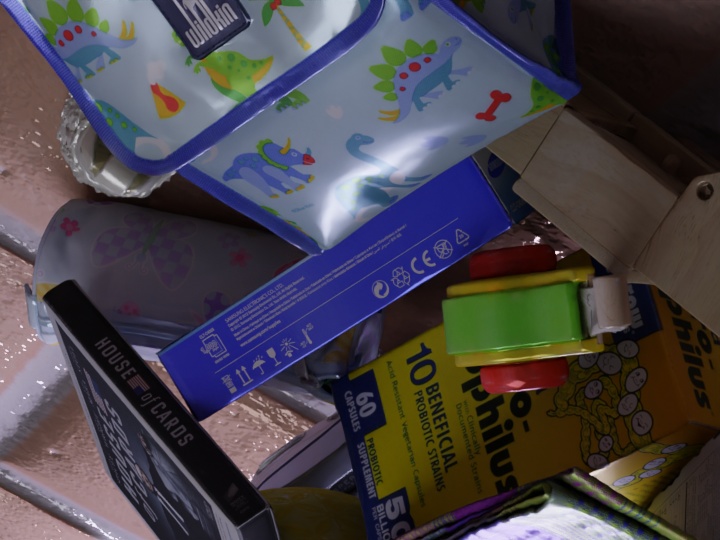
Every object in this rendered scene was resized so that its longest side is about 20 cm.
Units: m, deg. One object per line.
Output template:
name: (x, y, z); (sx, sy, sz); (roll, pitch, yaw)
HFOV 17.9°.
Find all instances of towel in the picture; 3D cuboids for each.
towel: (0.101, 0.154, 1.075); (0.143, 0.023, 0.200); (32, 151, -14)

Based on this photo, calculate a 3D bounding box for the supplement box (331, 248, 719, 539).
supplement box: (0.100, 0.075, 1.164); (0.199, 0.110, 0.109); (-30, 152, 30)

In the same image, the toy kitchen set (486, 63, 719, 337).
toy kitchen set: (0.185, -0.078, 1.034); (0.200, 0.181, 0.163); (41, -163, 27)

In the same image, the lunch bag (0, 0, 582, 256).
lunch bag: (-0.030, -0.116, 0.959); (0.199, 0.128, 0.170); (33, 133, -33)

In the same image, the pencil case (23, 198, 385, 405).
pencil case: (-0.082, 0.019, 1.261); (0.198, 0.091, 0.083); (13, 145, 11)

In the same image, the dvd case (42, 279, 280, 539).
dvd case: (-0.094, 0.113, 1.187); (0.200, 0.025, 0.151); (44, 157, 39)

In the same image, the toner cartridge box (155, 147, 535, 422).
toner cartridge box: (0.000, 0.000, 1.131); (0.199, 0.095, 0.043); (-32, 92, 24)

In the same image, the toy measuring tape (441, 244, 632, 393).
toy measuring tape: (0.073, 0.021, 1.019); (0.073, 0.074, 0.200); (20, 177, -1)

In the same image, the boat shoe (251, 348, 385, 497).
boat shoe: (0.017, 0.089, 1.327); (0.201, 0.086, 0.075); (-37, 117, 17)

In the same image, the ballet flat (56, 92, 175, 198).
ballet flat: (-0.109, -0.077, 1.166); (0.071, 0.072, 0.200); (32, 144, -17)

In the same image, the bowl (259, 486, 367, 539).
bowl: (0.011, 0.204, 1.250); (0.107, 0.201, 0.201); (-16, 150, -18)

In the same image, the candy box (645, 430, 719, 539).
candy box: (0.234, 0.131, 1.074); (0.166, 0.072, 0.200); (10, 153, -8)
